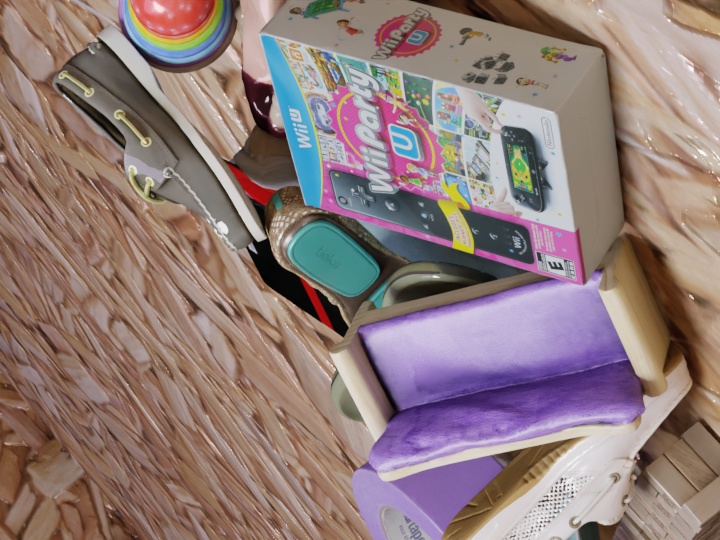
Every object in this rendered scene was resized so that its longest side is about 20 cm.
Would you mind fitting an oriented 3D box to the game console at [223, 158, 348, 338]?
[{"bbox_3d":[-0.034,-0.004,1.605,0.177,0.031,0.200,34,163,28],"label":"game console"}]

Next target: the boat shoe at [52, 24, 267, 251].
[{"bbox_3d":[-0.137,-0.081,1.332,0.202,0.060,0.072,50,173,25],"label":"boat shoe"}]

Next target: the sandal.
[{"bbox_3d":[0.040,0.059,1.333,0.201,0.080,0.057,121,155,-49],"label":"sandal"}]

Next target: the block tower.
[{"bbox_3d":[0.213,0.170,1.323,0.058,0.054,0.200,48,161,18],"label":"block tower"}]

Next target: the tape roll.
[{"bbox_3d":[0.080,0.203,1.369,0.200,0.066,0.200,48,161,22],"label":"tape roll"}]

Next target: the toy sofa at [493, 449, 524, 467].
[{"bbox_3d":[0.102,0.104,1.415,0.098,0.083,0.200,47,165,-10],"label":"toy sofa"}]

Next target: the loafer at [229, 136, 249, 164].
[{"bbox_3d":[-0.066,-0.081,1.580,0.072,0.063,0.200,60,162,-8],"label":"loafer"}]

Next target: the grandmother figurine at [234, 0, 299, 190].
[{"bbox_3d":[-0.059,-0.137,1.313,0.121,0.060,0.200,-97,4,-51],"label":"grandmother figurine"}]

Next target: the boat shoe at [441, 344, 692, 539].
[{"bbox_3d":[0.143,0.131,1.243,0.069,0.200,0.071,45,-170,-11],"label":"boat shoe"}]

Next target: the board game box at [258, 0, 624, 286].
[{"bbox_3d":[0.051,-0.083,1.168,0.200,0.064,0.148,18,144,28],"label":"board game box"}]

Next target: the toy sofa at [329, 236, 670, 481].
[{"bbox_3d":[0.085,0.056,1.215,0.200,0.098,0.083,-14,116,27],"label":"toy sofa"}]

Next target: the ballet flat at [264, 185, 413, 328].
[{"bbox_3d":[0.000,0.000,1.362,0.200,0.070,0.065,47,-174,-45],"label":"ballet flat"}]

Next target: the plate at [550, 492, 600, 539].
[{"bbox_3d":[0.155,0.198,1.466,0.200,0.026,0.201,173,90,-86],"label":"plate"}]

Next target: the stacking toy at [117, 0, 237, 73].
[{"bbox_3d":[-0.125,-0.176,1.297,0.085,0.085,0.200,57,180,-5],"label":"stacking toy"}]

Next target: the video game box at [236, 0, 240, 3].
[{"bbox_3d":[-0.122,-0.281,1.400,0.200,0.047,0.182,58,164,-9],"label":"video game box"}]

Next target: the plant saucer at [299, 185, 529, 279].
[{"bbox_3d":[0.054,-0.025,1.342,0.201,0.039,0.201,29,167,7],"label":"plant saucer"}]
